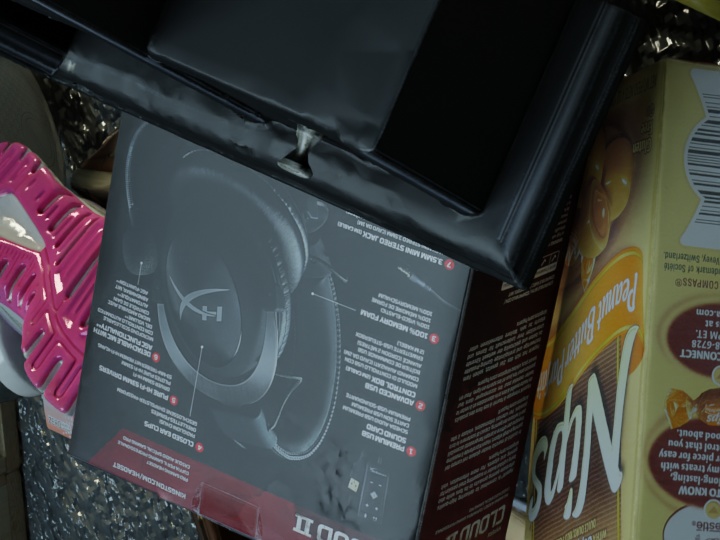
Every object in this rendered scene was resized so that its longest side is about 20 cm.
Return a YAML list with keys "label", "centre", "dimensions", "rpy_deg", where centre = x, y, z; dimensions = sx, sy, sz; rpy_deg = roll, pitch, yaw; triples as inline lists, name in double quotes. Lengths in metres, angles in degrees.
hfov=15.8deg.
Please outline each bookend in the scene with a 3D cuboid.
- label: "bookend"
  centre: [-0.050, -0.089, 0.750]
  dimensions: [0.199, 0.199, 0.092]
  rpy_deg: [24, 90, 26]

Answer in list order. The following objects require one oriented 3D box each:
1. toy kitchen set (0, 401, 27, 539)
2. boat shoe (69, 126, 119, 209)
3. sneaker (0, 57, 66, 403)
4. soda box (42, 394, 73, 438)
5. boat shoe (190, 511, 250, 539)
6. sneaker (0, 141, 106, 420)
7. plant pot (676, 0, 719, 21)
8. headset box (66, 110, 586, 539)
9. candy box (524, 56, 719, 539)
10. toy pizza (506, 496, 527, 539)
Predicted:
- label: "toy kitchen set"
  centre: [-0.310, 0.109, 1.450]
  dimensions: [0.200, 0.163, 0.181]
  rpy_deg: [25, 127, 45]
- label: "boat shoe"
  centre: [-0.068, -0.047, 1.137]
  dimensions: [0.076, 0.072, 0.200]
  rpy_deg: [31, 170, -23]
- label: "sneaker"
  centre: [-0.197, -0.016, 1.235]
  dimensions: [0.099, 0.071, 0.201]
  rpy_deg: [-21, 53, 23]
- label: "soda box"
  centre: [-0.070, 0.059, 1.191]
  dimensions: [0.200, 0.063, 0.069]
  rpy_deg: [20, 122, 46]
- label: "boat shoe"
  centre: [-0.016, 0.151, 1.066]
  dimensions: [0.201, 0.072, 0.068]
  rpy_deg: [60, -174, -4]
- label: "sneaker"
  centre: [-0.103, 0.019, 1.105]
  dimensions: [0.088, 0.081, 0.200]
  rpy_deg: [40, -177, -43]
- label: "plant pot"
  centre: [0.058, -0.182, 0.684]
  dimensions: [0.199, 0.176, 0.201]
  rpy_deg: [26, 107, 4]
- label: "headset box"
  centre: [-0.013, 0.010, 0.902]
  dimensions: [0.148, 0.077, 0.201]
  rpy_deg: [20, 111, 28]
- label: "candy box"
  centre: [0.099, 0.038, 0.871]
  dimensions: [0.115, 0.055, 0.201]
  rpy_deg: [158, 118, -76]
- label: "toy pizza"
  centre: [0.093, 0.179, 1.010]
  dimensions: [0.200, 0.032, 0.201]
  rpy_deg: [53, 162, 26]
